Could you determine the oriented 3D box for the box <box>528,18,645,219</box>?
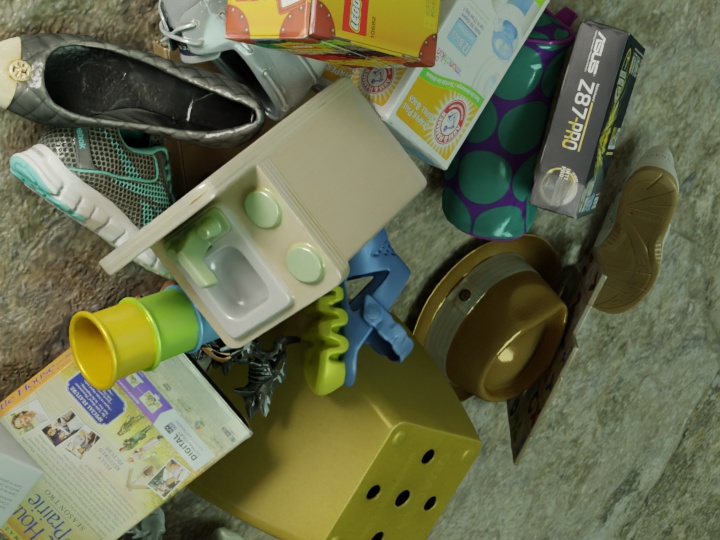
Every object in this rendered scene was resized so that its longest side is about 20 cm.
[{"bbox_3d":[0.199,-0.130,1.471,0.200,0.049,0.162,-13,121,-77],"label":"box"}]

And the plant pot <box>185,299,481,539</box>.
[{"bbox_3d":[-0.018,0.148,1.461,0.200,0.176,0.200,21,104,-50],"label":"plant pot"}]

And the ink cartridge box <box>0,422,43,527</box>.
[{"bbox_3d":[-0.354,0.157,1.151,0.200,0.145,0.145,-52,142,0],"label":"ink cartridge box"}]

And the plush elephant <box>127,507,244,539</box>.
[{"bbox_3d":[-0.145,0.304,1.489,0.164,0.200,0.155,-28,160,-9],"label":"plush elephant"}]

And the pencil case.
[{"bbox_3d":[0.128,-0.131,1.462,0.092,0.085,0.200,-7,125,-26],"label":"pencil case"}]

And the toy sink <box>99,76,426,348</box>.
[{"bbox_3d":[-0.064,-0.030,1.194,0.130,0.112,0.200,-34,-174,39],"label":"toy sink"}]

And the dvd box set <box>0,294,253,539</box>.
[{"bbox_3d":[-0.204,0.134,1.304,0.200,0.029,0.146,-38,115,1],"label":"dvd box set"}]

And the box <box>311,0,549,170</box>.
[{"bbox_3d":[0.057,-0.197,1.300,0.200,0.101,0.112,-58,147,-2],"label":"box"}]

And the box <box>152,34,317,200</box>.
[{"bbox_3d":[-0.077,-0.123,1.310,0.163,0.021,0.200,-29,137,-27],"label":"box"}]

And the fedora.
[{"bbox_3d":[0.137,0.062,1.624,0.200,0.082,0.201,-27,136,-29],"label":"fedora"}]

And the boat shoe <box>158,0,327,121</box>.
[{"bbox_3d":[-0.101,-0.174,1.180,0.201,0.070,0.072,40,75,-41],"label":"boat shoe"}]

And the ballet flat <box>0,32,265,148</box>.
[{"bbox_3d":[-0.160,-0.126,1.144,0.199,0.057,0.067,8,86,-16],"label":"ballet flat"}]

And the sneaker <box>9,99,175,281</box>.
[{"bbox_3d":[-0.164,-0.060,1.234,0.091,0.078,0.200,-55,145,-5],"label":"sneaker"}]

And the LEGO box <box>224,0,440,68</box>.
[{"bbox_3d":[-0.010,-0.248,1.163,0.149,0.077,0.201,5,90,-53],"label":"LEGO box"}]

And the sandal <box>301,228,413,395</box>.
[{"bbox_3d":[0.000,0.000,1.355,0.087,0.079,0.201,2,91,-15],"label":"sandal"}]

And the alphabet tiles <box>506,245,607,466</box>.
[{"bbox_3d":[0.192,0.077,1.662,0.167,0.008,0.200,-81,-165,-73],"label":"alphabet tiles"}]

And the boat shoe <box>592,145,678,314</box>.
[{"bbox_3d":[0.280,-0.041,1.702,0.069,0.071,0.200,-65,175,-47],"label":"boat shoe"}]

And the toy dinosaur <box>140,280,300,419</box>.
[{"bbox_3d":[-0.125,0.048,1.343,0.200,0.102,0.136,-35,131,22],"label":"toy dinosaur"}]

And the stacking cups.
[{"bbox_3d":[-0.117,0.029,1.256,0.200,0.060,0.061,-21,133,-35],"label":"stacking cups"}]
